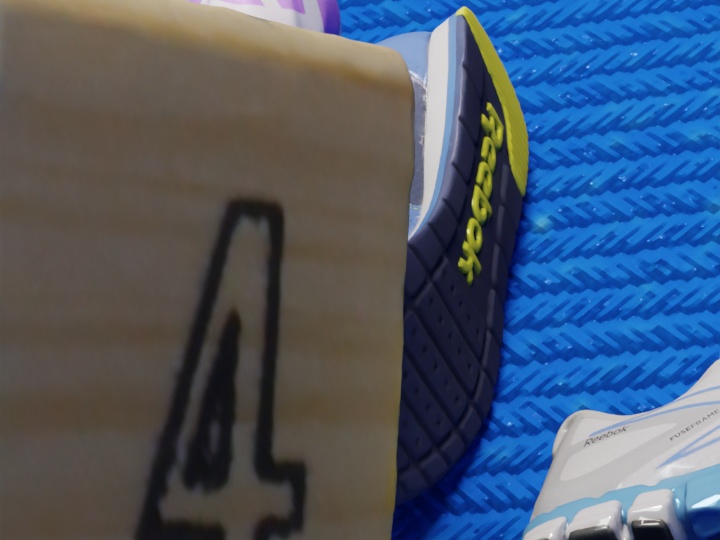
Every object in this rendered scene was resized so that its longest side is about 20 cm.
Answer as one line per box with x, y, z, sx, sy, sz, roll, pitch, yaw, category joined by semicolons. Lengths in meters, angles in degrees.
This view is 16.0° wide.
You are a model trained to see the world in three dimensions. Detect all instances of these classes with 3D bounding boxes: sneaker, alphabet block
0.137;0.050;0.701;0.198;0.075;0.087;-8;39;18;sneaker
0.000;0.000;0.817;0.082;0.074;0.201;-9;38;23;sneaker
-0.116;0.026;0.676;0.194;0.200;0.198;5;90;29;alphabet block

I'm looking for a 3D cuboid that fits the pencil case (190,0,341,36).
-0.074;-0.037;0.875;0.083;0.086;0.201;1;47;27;pencil case
